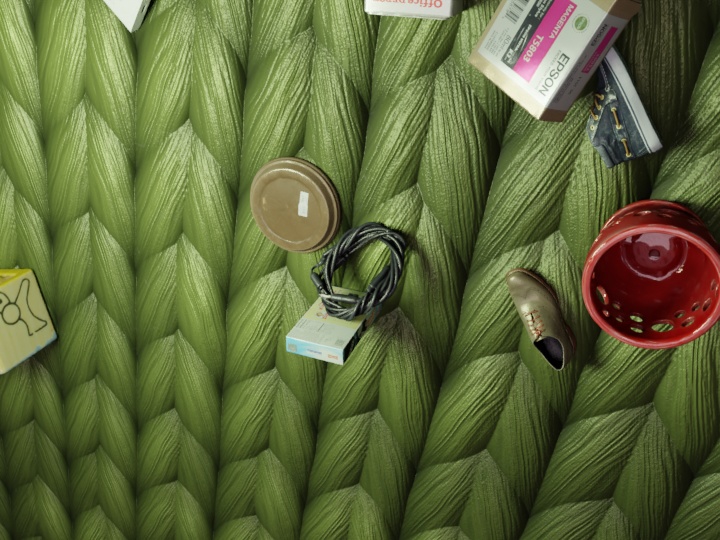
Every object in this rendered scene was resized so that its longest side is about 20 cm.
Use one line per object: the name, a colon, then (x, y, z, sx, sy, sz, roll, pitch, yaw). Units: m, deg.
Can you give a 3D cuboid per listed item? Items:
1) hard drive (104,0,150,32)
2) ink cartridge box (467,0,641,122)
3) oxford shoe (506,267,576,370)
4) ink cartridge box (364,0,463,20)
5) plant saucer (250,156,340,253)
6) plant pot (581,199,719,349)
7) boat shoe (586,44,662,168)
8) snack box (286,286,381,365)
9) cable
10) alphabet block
hard drive: (-0.467, -0.559, 1.293, 0.200, 0.026, 0.132, 50, 143, -4)
ink cartridge box: (0.276, -0.346, 1.028, 0.165, 0.075, 0.200, 49, 127, 28)
oxford shoe: (0.322, 0.086, 1.251, 0.070, 0.075, 0.200, -31, 99, 33)
ink cartridge box: (0.087, -0.495, 1.068, 0.144, 0.084, 0.201, 11, 117, 18)
plant saucer: (-0.134, -0.123, 1.381, 0.199, 0.029, 0.201, 9, 117, 19)
plant pot: (0.453, -0.008, 1.083, 0.200, 0.183, 0.201, 10, 118, 20)
boat shoe: (0.375, -0.252, 1.064, 0.091, 0.071, 0.201, -24, 105, 28)
snack box: (-0.047, 0.099, 1.346, 0.116, 0.200, 0.037, 11, 122, 19)
cable: (0.000, 0.000, 1.318, 0.200, 0.051, 0.163, -32, 56, 14)
alphabet block: (-0.919, 0.123, 1.751, 0.196, 0.195, 0.201, -1, 113, 22)
